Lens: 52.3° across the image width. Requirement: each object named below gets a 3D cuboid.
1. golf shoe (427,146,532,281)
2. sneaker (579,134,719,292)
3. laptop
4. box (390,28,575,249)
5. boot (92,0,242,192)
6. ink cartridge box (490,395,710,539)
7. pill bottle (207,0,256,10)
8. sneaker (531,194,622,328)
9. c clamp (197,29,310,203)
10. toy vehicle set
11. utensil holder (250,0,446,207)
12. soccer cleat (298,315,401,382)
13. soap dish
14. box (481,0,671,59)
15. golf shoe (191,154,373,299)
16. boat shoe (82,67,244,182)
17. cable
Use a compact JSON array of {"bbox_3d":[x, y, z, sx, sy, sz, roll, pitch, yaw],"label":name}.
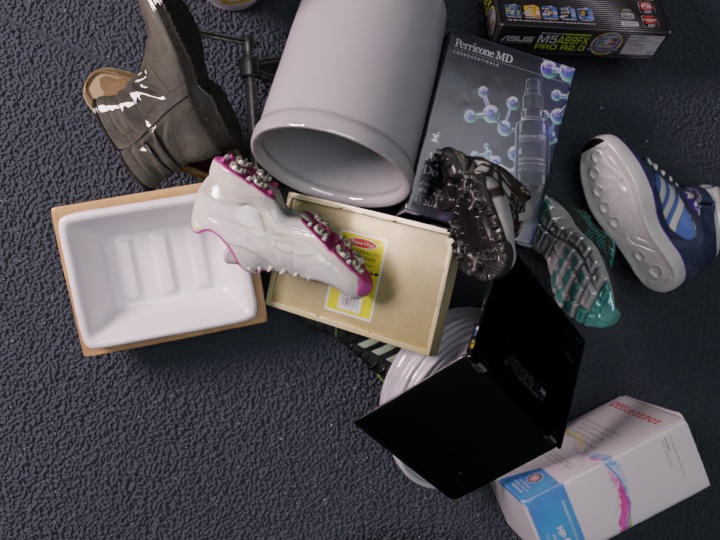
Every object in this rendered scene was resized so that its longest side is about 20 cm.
[{"bbox_3d":[0.125,-0.057,0.676,0.093,0.201,0.079,9,122,-12],"label":"golf shoe"},{"bbox_3d":[0.353,-0.088,0.865,0.146,0.080,0.202,-31,93,-30],"label":"sneaker"},{"bbox_3d":[0.121,0.110,0.749,0.187,0.115,0.202,44,57,-35],"label":"laptop"},{"bbox_3d":[0.132,-0.139,0.822,0.146,0.107,0.203,14,88,-6],"label":"box"},{"bbox_3d":[-0.213,-0.185,0.722,0.129,0.068,0.202,-19,106,11],"label":"boot"},{"bbox_3d":[0.258,0.228,0.822,0.198,0.145,0.086,-25,93,-6],"label":"ink cartridge box"},{"bbox_3d":[-0.135,-0.335,0.739,0.110,0.200,0.113,0,90,-8],"label":"pill bottle"},{"bbox_3d":[0.252,-0.016,0.811,0.090,0.201,0.078,8,130,-20],"label":"sneaker"},{"bbox_3d":[-0.098,-0.158,0.804,0.169,0.027,0.203,-12,95,-39],"label":"c clamp"},{"bbox_3d":[0.000,0.000,0.761,0.198,0.026,0.126,16,95,25],"label":"toy vehicle set"},{"bbox_3d":[-0.007,-0.192,0.757,0.168,0.170,0.203,16,74,-7],"label":"utensil holder"},{"bbox_3d":[0.020,0.086,0.833,0.197,0.068,0.082,15,94,-9],"label":"soccer cleat"},{"bbox_3d":[-0.209,-0.006,0.785,0.197,0.081,0.160,-10,101,-7],"label":"soap dish"},{"bbox_3d":[0.236,-0.322,0.834,0.197,0.044,0.162,1,66,-7],"label":"box"},{"bbox_3d":[-0.079,-0.026,0.727,0.199,0.075,0.092,38,102,0],"label":"golf shoe"},{"bbox_3d":[-0.213,-0.160,0.798,0.198,0.066,0.075,30,87,-7],"label":"boat shoe"},{"bbox_3d":[0.111,0.140,0.808,0.198,0.069,0.202,-21,119,-18],"label":"cable"}]
